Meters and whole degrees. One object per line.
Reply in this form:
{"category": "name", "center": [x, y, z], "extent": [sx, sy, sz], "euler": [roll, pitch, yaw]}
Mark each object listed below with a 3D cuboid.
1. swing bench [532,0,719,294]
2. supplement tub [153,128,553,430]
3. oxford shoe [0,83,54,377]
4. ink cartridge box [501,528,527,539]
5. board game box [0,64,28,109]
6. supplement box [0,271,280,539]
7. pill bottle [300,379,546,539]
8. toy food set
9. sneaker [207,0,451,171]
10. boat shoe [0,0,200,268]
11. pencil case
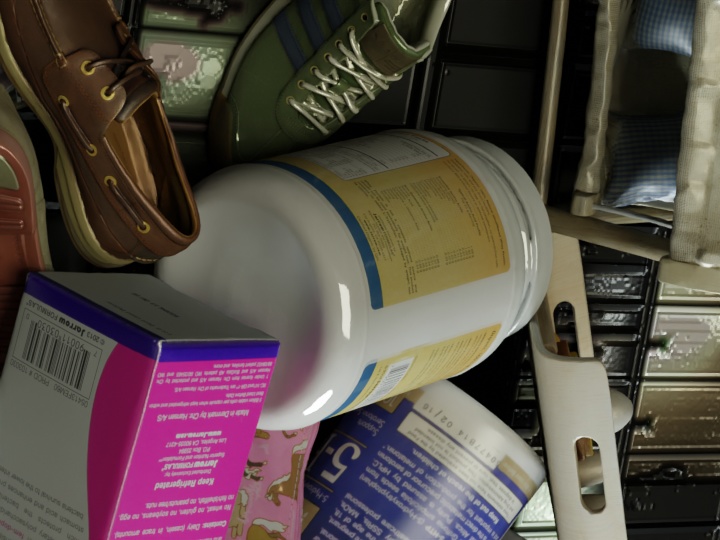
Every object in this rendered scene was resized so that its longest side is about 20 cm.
{"category": "swing bench", "center": [0.206, -0.102, 1.649], "extent": [0.129, 0.200, 0.200], "euler": [-4, 107, -32]}
{"category": "supplement tub", "center": [0.000, 0.000, 1.561], "extent": [0.200, 0.144, 0.145], "euler": [-15, 114, -49]}
{"category": "oxford shoe", "center": [-0.191, -0.011, 1.495], "extent": [0.070, 0.074, 0.200], "euler": [6, 131, -2]}
{"category": "ink cartridge box", "center": [0.046, 0.249, 1.695], "extent": [0.200, 0.136, 0.076], "euler": [-50, 130, -10]}
{"category": "board game box", "center": [-0.244, -0.125, 1.458], "extent": [0.199, 0.032, 0.120], "euler": [-20, 111, -27]}
{"category": "supplement box", "center": [-0.133, 0.112, 1.476], "extent": [0.103, 0.101, 0.201], "euler": [2, 109, -53]}
{"category": "pill bottle", "center": [0.006, 0.162, 1.653], "extent": [0.120, 0.120, 0.200], "euler": [43, 80, -35]}
{"category": "toy food set", "center": [0.135, 0.077, 1.676], "extent": [0.060, 0.200, 0.144], "euler": [-8, 113, 1]}
{"category": "sneaker", "center": [-0.006, -0.127, 1.571], "extent": [0.067, 0.090, 0.201], "euler": [36, 85, -36]}
{"category": "boat shoe", "center": [-0.133, -0.097, 1.465], "extent": [0.072, 0.067, 0.201], "euler": [-37, 116, -44]}
{"category": "pencil case", "center": [-0.072, 0.154, 1.575], "extent": [0.086, 0.083, 0.201], "euler": [15, 65, -23]}
